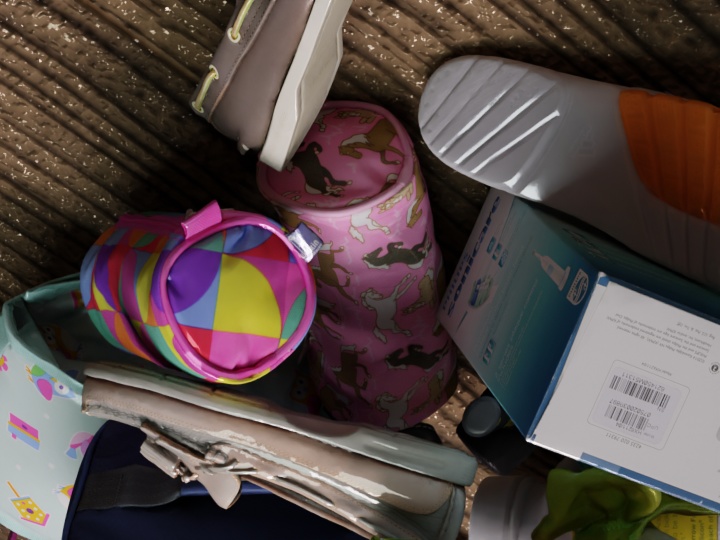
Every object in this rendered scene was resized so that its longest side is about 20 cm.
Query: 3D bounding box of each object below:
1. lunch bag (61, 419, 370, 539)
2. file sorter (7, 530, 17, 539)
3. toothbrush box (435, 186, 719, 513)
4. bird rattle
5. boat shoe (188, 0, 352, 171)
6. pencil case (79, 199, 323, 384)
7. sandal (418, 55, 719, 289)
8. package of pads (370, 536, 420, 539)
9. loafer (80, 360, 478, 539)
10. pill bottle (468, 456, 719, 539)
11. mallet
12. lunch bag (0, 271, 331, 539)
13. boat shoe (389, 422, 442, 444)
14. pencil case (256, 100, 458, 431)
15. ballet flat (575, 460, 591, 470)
[{"bbox_3d":[-0.055,0.155,1.164,0.198,0.136,0.133,3,133,5],"label":"lunch bag"},{"bbox_3d":[-0.127,0.221,1.448,0.125,0.140,0.200,-14,135,36],"label":"file sorter"},{"bbox_3d":[0.133,0.037,1.073,0.146,0.200,0.086,21,101,-16],"label":"toothbrush box"},{"bbox_3d":[0.130,0.192,1.168,0.112,0.163,0.201,1,123,-44],"label":"bird rattle"},{"bbox_3d":[-0.031,-0.131,1.020,0.059,0.072,0.201,27,137,5],"label":"boat shoe"},{"bbox_3d":[-0.084,0.007,1.124,0.088,0.089,0.200,27,171,-17],"label":"pencil case"},{"bbox_3d":[0.129,-0.056,1.075,0.206,0.059,0.080,24,103,20],"label":"sandal"},{"bbox_3d":[0.075,0.222,1.091,0.153,0.068,0.201,2,128,-1],"label":"package of pads"},{"bbox_3d":[-0.045,0.094,1.085,0.198,0.063,0.072,14,177,5],"label":"loafer"},{"bbox_3d":[0.168,0.159,1.295,0.198,0.112,0.112,-3,140,20],"label":"pill bottle"},{"bbox_3d":[0.067,0.082,1.167,0.041,0.200,0.066,42,101,9],"label":"mallet"},{"bbox_3d":[-0.130,0.085,1.288,0.199,0.123,0.171,16,144,-13],"label":"lunch bag"},{"bbox_3d":[0.006,0.119,1.308,0.073,0.061,0.200,-4,159,-10],"label":"boat shoe"},{"bbox_3d":[0.000,0.000,1.170,0.086,0.083,0.201,-18,141,-6],"label":"pencil case"},{"bbox_3d":[0.213,0.087,1.215,0.199,0.072,0.068,-3,118,36],"label":"ballet flat"}]
